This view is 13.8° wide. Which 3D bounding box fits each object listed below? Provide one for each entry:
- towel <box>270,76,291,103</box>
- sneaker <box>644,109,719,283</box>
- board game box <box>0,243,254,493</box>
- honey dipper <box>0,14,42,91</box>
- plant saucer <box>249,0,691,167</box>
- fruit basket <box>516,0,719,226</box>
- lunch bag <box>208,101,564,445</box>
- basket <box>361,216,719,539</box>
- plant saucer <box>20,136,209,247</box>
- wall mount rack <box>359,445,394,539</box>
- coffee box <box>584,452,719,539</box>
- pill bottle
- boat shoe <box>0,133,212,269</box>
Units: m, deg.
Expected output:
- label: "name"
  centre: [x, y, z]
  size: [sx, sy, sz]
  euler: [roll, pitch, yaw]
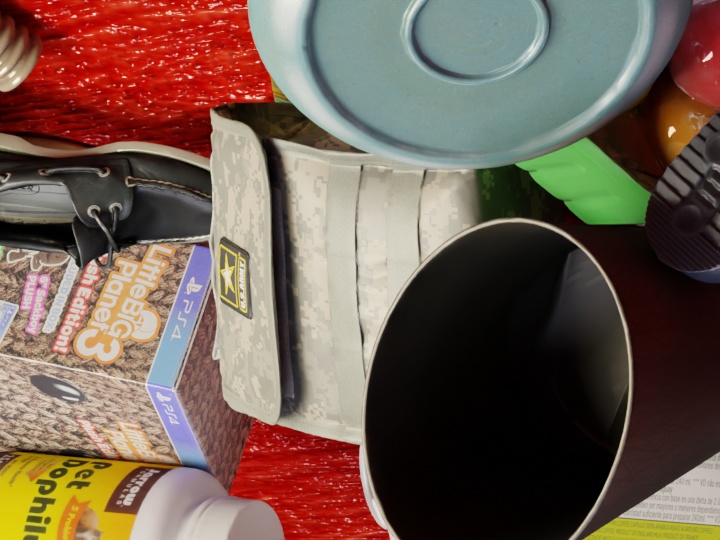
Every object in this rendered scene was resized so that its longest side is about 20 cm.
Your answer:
- label: "towel"
  centre: [-0.012, -0.107, 1.571]
  size: [0.086, 0.018, 0.200]
  euler: [11, 153, 12]
- label: "sneaker"
  centre: [0.218, -0.071, 1.363]
  size: [0.200, 0.070, 0.082]
  euler: [-42, 154, 12]
- label: "board game box"
  centre: [-0.174, 0.047, 1.807]
  size: [0.200, 0.097, 0.159]
  euler: [11, 154, 16]
- label: "honey dipper"
  centre: [-0.258, -0.164, 1.594]
  size: [0.200, 0.038, 0.038]
  euler: [35, 150, -29]
- label: "plant saucer"
  centre: [0.051, -0.115, 1.321]
  size: [0.200, 0.027, 0.200]
  euler: [-2, 134, -2]
- label: "fruit basket"
  centre: [0.159, -0.101, 1.423]
  size: [0.200, 0.094, 0.185]
  euler: [-25, 134, 34]
- label: "lunch bag"
  centre: [0.000, 0.000, 1.548]
  size: [0.200, 0.164, 0.118]
  euler: [6, -164, 32]
- label: "basket"
  centre: [0.114, 0.049, 1.431]
  size: [0.136, 0.180, 0.200]
  euler: [31, -158, 26]
- label: "plant saucer"
  centre: [-0.170, -0.015, 1.834]
  size: [0.200, 0.037, 0.200]
  euler: [14, 154, 7]
- label: "wall mount rack"
  centre: [-0.002, 0.081, 1.713]
  size: [0.075, 0.174, 0.200]
  euler: [-11, 164, -21]
- label: "coffee box"
  centre: [0.182, 0.108, 1.627]
  size: [0.200, 0.198, 0.200]
  euler: [1, 166, 31]
- label: "pill bottle"
  centre: [-0.149, 0.169, 1.795]
  size: [0.200, 0.109, 0.109]
  euler: [3, 151, 29]
- label: "boat shoe"
  centre: [-0.159, -0.032, 1.657]
  size: [0.199, 0.066, 0.075]
  euler: [10, 142, 4]
